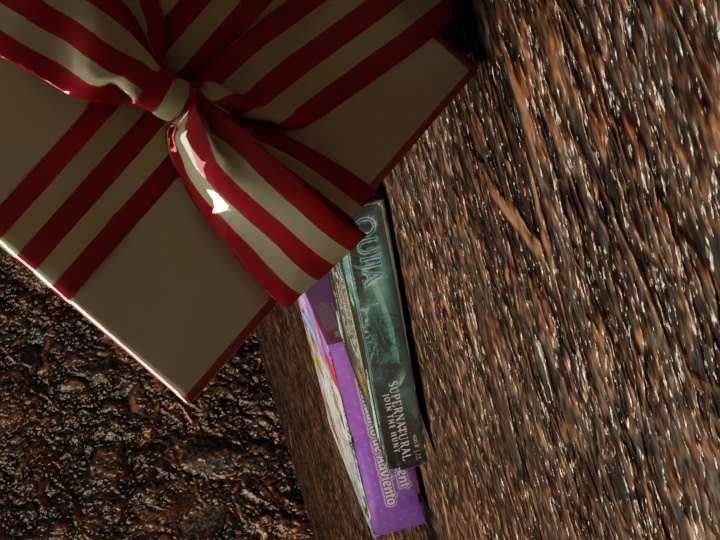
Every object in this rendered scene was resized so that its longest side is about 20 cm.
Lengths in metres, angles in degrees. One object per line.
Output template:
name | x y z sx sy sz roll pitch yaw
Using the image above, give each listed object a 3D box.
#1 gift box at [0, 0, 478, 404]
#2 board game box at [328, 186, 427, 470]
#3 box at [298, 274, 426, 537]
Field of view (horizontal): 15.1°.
gift box | -0.070 -0.084 1.024 0.184 0.200 0.187 36 -177 -6
board game box | 0.000 0.000 1.570 0.135 0.028 0.200 -110 8 -49
box | -0.004 0.072 1.794 0.200 0.039 0.137 -116 11 -69
